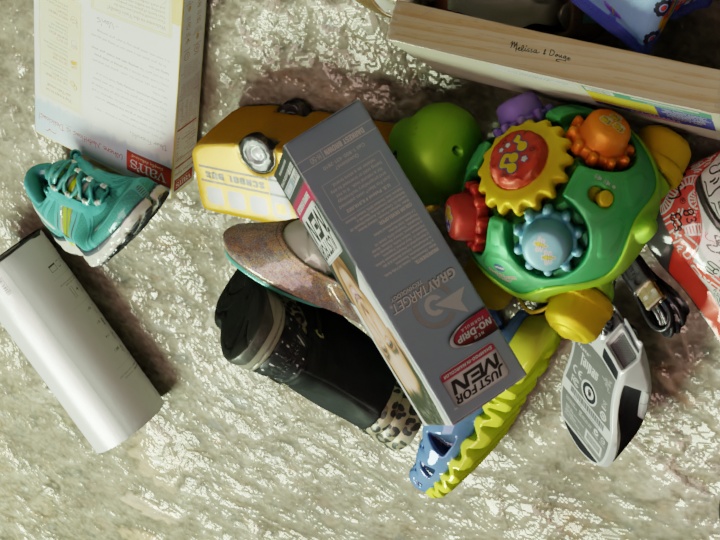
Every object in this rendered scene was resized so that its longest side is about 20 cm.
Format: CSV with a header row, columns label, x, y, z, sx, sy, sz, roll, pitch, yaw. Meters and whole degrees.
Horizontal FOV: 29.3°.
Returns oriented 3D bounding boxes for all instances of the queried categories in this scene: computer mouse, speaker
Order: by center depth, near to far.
label,x,y,z,sx,sy,sz,roll,pitch,yaw
computer mouse,0.180,0.054,0.964,0.110,0.043,0.202,54,154,40
speaker,-0.266,0.066,1.261,0.081,0.081,0.201,-23,106,42

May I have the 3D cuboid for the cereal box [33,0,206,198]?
label,x,y,z,sx,sy,sz,roll,pitch,yaw
cereal box,-0.189,-0.170,1.071,0.143,0.040,0.202,27,132,18

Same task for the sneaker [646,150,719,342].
label,x,y,z,sx,sy,sz,roll,pitch,yaw
sneaker,0.273,0.009,0.863,0.202,0.067,0.108,50,137,-2

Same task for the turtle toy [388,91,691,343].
label,x,y,z,sx,sy,sz,roll,pitch,yaw
turtle toy,0.102,-0.052,0.866,0.199,0.147,0.101,20,167,43

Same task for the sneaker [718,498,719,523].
label,x,y,z,sx,sy,sz,roll,pitch,yaw
sneaker,0.339,0.143,0.910,0.198,0.098,0.072,-21,69,18

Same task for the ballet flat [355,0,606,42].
label,x,y,z,sx,sy,sz,roll,pitch,yaw
ballet flat,0.062,-0.177,0.870,0.198,0.072,0.069,18,117,24

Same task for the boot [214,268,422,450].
label,x,y,z,sx,sy,sz,roll,pitch,yaw
boot,-0.030,0.053,1.048,0.153,0.204,0.074,32,103,-15

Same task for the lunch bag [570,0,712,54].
label,x,y,z,sx,sy,sz,roll,pitch,yaw
lunch bag,0.125,-0.247,0.781,0.199,0.094,0.152,37,137,20

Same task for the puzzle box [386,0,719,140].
label,x,y,z,sx,sy,sz,roll,pitch,yaw
puzzle box,0.126,-0.118,0.826,0.197,0.133,0.026,16,93,17

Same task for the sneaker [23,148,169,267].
label,x,y,z,sx,sy,sz,roll,pitch,yaw
sneaker,-0.221,-0.054,1.108,0.080,0.078,0.199,52,155,-23

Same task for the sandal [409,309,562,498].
label,x,y,z,sx,sy,sz,roll,pitch,yaw
sandal,0.080,0.091,1.053,0.087,0.079,0.201,36,127,15

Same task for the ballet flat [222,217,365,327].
label,x,y,z,sx,sy,sz,roll,pitch,yaw
ballet flat,0.000,0.000,0.970,0.198,0.068,0.068,27,123,-2

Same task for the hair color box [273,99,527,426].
label,x,y,z,sx,sy,sz,roll,pitch,yaw
hair color box,0.022,0.000,0.890,0.201,0.060,0.099,58,171,2

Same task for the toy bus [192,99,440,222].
label,x,y,z,sx,sy,sz,roll,pitch,yaw
toy bus,-0.026,-0.072,1.010,0.198,0.065,0.079,12,127,27
